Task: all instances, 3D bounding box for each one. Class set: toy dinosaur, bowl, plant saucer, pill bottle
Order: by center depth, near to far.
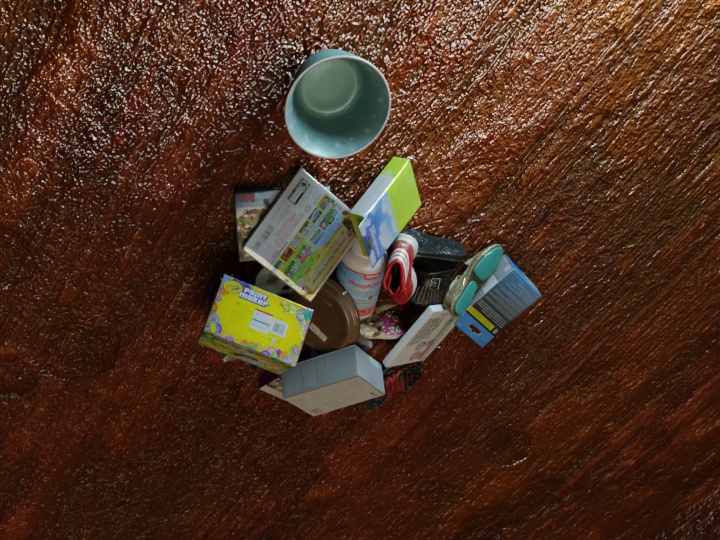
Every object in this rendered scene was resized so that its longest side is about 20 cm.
[{"bbox_3d":[-0.051,-0.321,1.398,0.195,0.106,0.204,-10,132,-11],"label":"bowl"},{"bbox_3d":[0.000,0.000,1.683,0.106,0.110,0.204,0,129,-17],"label":"pill bottle"},{"bbox_3d":[-0.090,0.102,1.710,0.196,0.029,0.205,15,123,24],"label":"plant saucer"},{"bbox_3d":[0.022,0.096,1.767,0.195,0.103,0.059,-2,145,-25],"label":"toy dinosaur"}]

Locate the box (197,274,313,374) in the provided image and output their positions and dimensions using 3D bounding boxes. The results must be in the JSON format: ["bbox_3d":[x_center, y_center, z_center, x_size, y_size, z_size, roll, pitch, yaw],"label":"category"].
[{"bbox_3d":[-0.223,0.119,1.589,0.196,0.125,0.192,22,162,-11],"label":"box"}]

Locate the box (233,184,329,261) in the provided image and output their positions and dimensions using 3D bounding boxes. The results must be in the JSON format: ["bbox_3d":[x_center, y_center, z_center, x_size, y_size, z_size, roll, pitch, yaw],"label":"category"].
[{"bbox_3d":[-0.157,-0.098,1.558,0.194,0.038,0.141,-6,102,-13],"label":"box"}]

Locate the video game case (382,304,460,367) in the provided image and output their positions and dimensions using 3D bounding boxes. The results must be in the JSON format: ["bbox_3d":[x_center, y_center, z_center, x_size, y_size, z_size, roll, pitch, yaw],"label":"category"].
[{"bbox_3d":[0.163,0.158,1.876,0.180,0.024,0.201,-2,136,-53],"label":"video game case"}]

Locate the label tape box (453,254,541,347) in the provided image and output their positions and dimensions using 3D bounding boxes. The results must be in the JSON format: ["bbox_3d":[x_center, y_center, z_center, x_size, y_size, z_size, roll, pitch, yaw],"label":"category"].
[{"bbox_3d":[0.326,0.077,1.876,0.199,0.064,0.144,-42,129,13],"label":"label tape box"}]

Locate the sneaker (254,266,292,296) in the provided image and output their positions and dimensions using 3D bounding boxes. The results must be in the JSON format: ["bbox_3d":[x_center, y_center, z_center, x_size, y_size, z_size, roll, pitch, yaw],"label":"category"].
[{"bbox_3d":[-0.153,-0.012,1.656,0.079,0.130,0.201,37,74,-2],"label":"sneaker"}]

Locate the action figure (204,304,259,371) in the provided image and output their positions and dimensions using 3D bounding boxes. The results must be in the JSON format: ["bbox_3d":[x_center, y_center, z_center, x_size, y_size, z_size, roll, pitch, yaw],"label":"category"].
[{"bbox_3d":[-0.271,0.143,1.724,0.118,0.103,0.200,-37,132,6],"label":"action figure"}]

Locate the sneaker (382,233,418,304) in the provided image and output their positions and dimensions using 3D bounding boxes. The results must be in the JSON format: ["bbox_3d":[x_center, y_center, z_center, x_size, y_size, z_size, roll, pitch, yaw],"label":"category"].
[{"bbox_3d":[0.073,0.026,1.643,0.076,0.117,0.203,14,138,17],"label":"sneaker"}]

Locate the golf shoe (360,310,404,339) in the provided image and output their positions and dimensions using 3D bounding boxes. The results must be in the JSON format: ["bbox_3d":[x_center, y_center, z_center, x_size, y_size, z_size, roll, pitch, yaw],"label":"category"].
[{"bbox_3d":[0.010,0.136,1.837,0.195,0.077,0.092,14,135,-19],"label":"golf shoe"}]

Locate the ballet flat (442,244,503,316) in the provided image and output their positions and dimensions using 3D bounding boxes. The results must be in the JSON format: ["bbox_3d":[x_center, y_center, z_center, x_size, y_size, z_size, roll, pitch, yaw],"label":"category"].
[{"bbox_3d":[0.259,0.013,1.798,0.201,0.065,0.071,-51,132,-11],"label":"ballet flat"}]

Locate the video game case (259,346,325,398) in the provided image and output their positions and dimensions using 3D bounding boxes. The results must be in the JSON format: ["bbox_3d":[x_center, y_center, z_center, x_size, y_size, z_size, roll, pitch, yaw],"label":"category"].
[{"bbox_3d":[-0.124,0.272,1.890,0.198,0.037,0.179,-33,134,32],"label":"video game case"}]

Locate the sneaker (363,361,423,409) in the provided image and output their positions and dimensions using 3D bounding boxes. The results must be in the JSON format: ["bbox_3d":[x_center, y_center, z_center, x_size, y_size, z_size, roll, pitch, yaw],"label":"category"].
[{"bbox_3d":[0.072,0.279,1.972,0.197,0.097,0.072,-25,125,-28],"label":"sneaker"}]

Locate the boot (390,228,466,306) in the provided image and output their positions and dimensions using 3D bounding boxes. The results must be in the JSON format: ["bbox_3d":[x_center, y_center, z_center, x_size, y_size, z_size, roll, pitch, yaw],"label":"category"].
[{"bbox_3d":[0.132,0.000,1.746,0.206,0.080,0.160,11,125,-26],"label":"boot"}]

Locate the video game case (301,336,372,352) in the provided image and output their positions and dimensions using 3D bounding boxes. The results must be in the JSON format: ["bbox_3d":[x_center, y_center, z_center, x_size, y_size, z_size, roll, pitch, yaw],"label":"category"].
[{"bbox_3d":[-0.086,0.195,1.840,0.141,0.018,0.199,27,136,-31],"label":"video game case"}]

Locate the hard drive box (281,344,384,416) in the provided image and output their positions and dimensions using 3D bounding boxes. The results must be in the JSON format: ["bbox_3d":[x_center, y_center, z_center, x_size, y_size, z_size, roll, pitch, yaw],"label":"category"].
[{"bbox_3d":[-0.063,0.258,1.767,0.195,0.079,0.156,-18,149,18],"label":"hard drive box"}]

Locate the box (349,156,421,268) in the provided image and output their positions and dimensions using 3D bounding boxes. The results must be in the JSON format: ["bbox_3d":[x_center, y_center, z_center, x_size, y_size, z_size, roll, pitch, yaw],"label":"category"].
[{"bbox_3d":[0.048,-0.120,1.561,0.201,0.047,0.123,-52,141,-28],"label":"box"}]

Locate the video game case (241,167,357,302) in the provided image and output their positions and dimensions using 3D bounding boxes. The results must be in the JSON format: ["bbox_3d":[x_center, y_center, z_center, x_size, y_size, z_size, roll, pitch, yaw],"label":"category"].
[{"bbox_3d":[-0.112,-0.071,1.544,0.181,0.023,0.202,37,89,-18],"label":"video game case"}]
